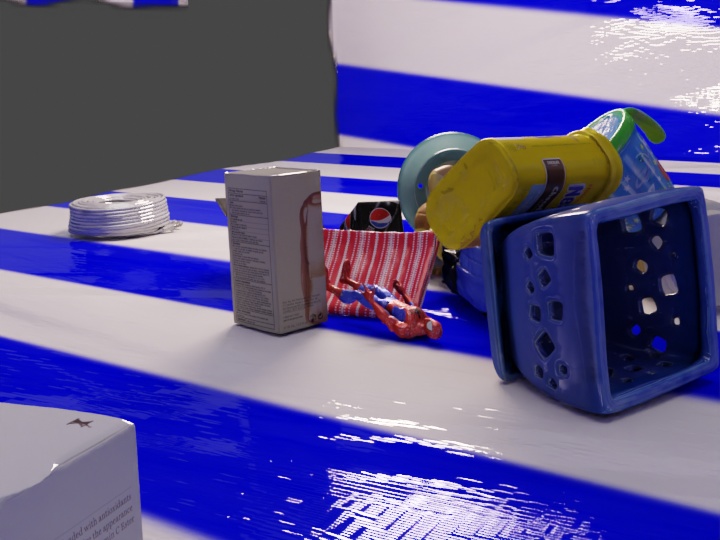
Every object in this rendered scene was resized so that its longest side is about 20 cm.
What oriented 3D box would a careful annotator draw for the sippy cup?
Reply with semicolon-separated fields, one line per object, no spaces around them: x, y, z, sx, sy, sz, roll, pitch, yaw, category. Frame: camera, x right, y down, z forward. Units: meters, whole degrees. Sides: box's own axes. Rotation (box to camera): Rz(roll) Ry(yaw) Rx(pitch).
0.343;-0.123;1.357;0.178;0.130;0.140;-44;12;14;sippy cup

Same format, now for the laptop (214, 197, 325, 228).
-0.122;-0.056;1.628;0.116;0.200;0.187;-36;17;-3;laptop

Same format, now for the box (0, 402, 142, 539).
-0.263;0.168;0.594;0.199;0.131;0.199;4;13;22;box

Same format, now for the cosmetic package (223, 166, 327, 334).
-0.108;-0.029;1.306;0.087;0.201;0.103;-13;17;-41;cosmetic package

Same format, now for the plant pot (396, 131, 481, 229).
0.157;-0.138;1.712;0.199;0.201;0.188;0;4;4;plant pot

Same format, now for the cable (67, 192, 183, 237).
-0.483;-0.112;2.028;0.199;0.070;0.200;9;16;39;cable

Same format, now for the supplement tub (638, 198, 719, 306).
0.441;-0.034;1.397;0.145;0.146;0.200;-3;13;-7;supplement tub

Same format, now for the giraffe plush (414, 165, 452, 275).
0.138;-0.057;1.553;0.172;0.201;0.162;24;-12;-16;giraffe plush

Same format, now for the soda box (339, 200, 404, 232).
0.014;-0.060;1.611;0.070;0.064;0.200;-3;-8;-11;soda box

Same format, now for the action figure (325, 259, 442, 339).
0.030;0.039;1.285;0.065;0.052;0.200;-11;32;-43;action figure

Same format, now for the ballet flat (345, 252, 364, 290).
-0.008;0.002;1.461;0.068;0.069;0.200;-6;13;-8;ballet flat

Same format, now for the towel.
0.000;0.000;1.388;0.199;0.023;0.145;3;54;22;towel

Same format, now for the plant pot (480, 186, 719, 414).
0.240;0.023;1.066;0.199;0.201;0.179;-12;9;-37;plant pot

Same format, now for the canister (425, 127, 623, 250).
0.186;-0.091;1.160;0.199;0.087;0.149;-9;-28;-43;canister

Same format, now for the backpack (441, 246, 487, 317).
0.195;-0.025;1.348;0.162;0.169;0.200;-8;20;-7;backpack
